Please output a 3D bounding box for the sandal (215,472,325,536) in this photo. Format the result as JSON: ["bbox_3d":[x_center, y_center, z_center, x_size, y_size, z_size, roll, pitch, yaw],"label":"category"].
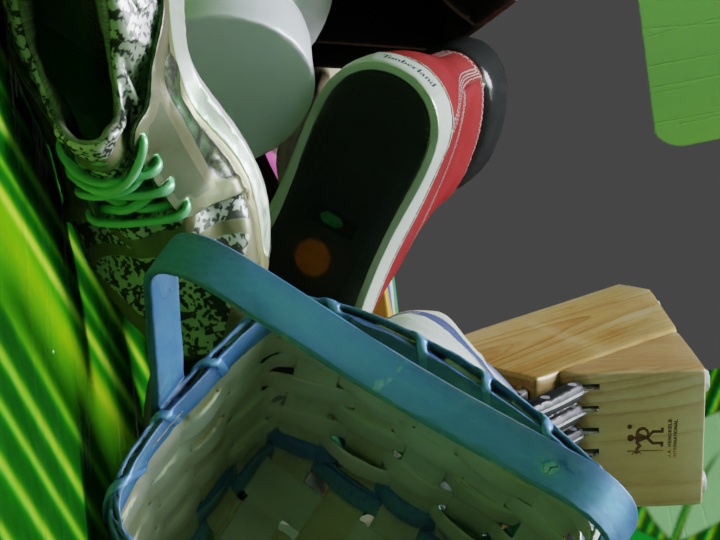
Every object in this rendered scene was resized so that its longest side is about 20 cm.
[{"bbox_3d":[-0.042,0.099,1.325,0.207,0.059,0.079,-72,168,-75],"label":"sandal"}]

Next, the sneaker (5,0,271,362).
[{"bbox_3d":[-0.089,-0.047,0.999,0.089,0.077,0.200,-69,145,-60],"label":"sneaker"}]

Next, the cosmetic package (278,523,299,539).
[{"bbox_3d":[-0.005,0.197,1.084,0.071,0.101,0.200,-57,-155,34],"label":"cosmetic package"}]

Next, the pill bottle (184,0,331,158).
[{"bbox_3d":[-0.069,-0.140,1.163,0.112,0.111,0.200,76,4,-48],"label":"pill bottle"}]

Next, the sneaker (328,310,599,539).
[{"bbox_3d":[0.065,0.099,1.120,0.200,0.075,0.088,60,19,-10],"label":"sneaker"}]

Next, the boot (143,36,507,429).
[{"bbox_3d":[-0.008,-0.004,1.178,0.200,0.072,0.144,-58,171,17],"label":"boot"}]

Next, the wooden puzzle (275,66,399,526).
[{"bbox_3d":[0.000,0.000,1.312,0.200,0.037,0.185,-73,156,-74],"label":"wooden puzzle"}]

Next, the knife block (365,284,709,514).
[{"bbox_3d":[0.060,0.062,1.274,0.200,0.175,0.064,-107,-163,-75],"label":"knife block"}]

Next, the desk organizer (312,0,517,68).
[{"bbox_3d":[0.014,-0.137,1.206,0.200,0.072,0.077,154,-62,-79],"label":"desk organizer"}]

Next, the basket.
[{"bbox_3d":[-0.002,0.078,0.983,0.139,0.176,0.200,-53,170,-24],"label":"basket"}]

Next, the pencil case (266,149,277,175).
[{"bbox_3d":[-0.036,-0.029,1.629,0.091,0.094,0.200,-129,-158,-52],"label":"pencil case"}]

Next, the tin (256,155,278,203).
[{"bbox_3d":[-0.059,-0.040,1.420,0.112,0.042,0.200,60,-1,-11],"label":"tin"}]
